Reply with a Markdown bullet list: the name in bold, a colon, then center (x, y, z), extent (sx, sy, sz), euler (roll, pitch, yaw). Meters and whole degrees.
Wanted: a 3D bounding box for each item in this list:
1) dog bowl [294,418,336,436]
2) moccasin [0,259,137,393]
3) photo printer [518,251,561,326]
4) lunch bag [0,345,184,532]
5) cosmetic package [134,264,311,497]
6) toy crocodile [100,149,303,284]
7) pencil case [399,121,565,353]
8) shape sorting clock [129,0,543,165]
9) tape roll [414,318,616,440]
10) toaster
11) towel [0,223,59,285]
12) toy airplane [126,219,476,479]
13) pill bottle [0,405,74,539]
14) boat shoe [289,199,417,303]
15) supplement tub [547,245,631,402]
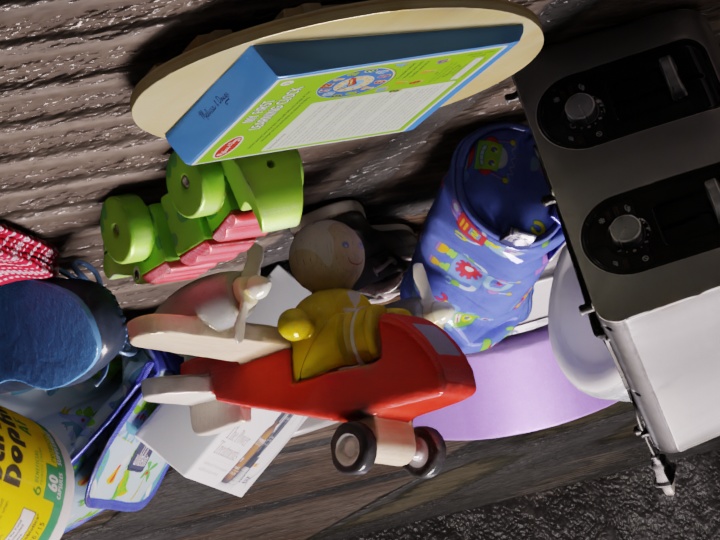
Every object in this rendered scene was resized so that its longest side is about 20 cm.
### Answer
- **dog bowl**: center (-0.070, 0.096, 2.152), extent (0.200, 0.059, 0.200), euler (-16, 170, -3)
- **moccasin**: center (-0.185, 0.030, 1.643), extent (0.068, 0.081, 0.200), euler (-16, -175, -31)
- **photo printer**: center (0.136, -0.013, 1.848), extent (0.200, 0.069, 0.166), euler (-17, 169, -5)
- **lunch bag**: center (-0.205, 0.113, 1.896), extent (0.200, 0.127, 0.170), euler (-30, 169, 6)
- **cosmetic package**: center (-0.071, 0.081, 1.903), extent (0.151, 0.052, 0.200), euler (-52, 168, -1)
- **toy crocodile**: center (-0.085, -0.027, 1.485), extent (0.067, 0.062, 0.200), euler (-8, 168, -34)
- **pencil case**: center (0.080, -0.016, 1.654), extent (0.078, 0.087, 0.200), euler (-59, 176, -24)
- **shape sorting clock**: center (-0.012, -0.096, 1.298), extent (0.200, 0.039, 0.200), euler (-14, 171, -2)
- **tape roll**: center (0.116, 0.054, 1.974), extent (0.200, 0.066, 0.200), euler (-15, -165, 4)
- **toaster**: center (0.171, -0.013, 1.471), extent (0.119, 0.181, 0.200), euler (-20, 146, 6)
- **towel**: center (-0.259, 0.003, 1.494), extent (0.145, 0.022, 0.200), euler (-17, 170, 10)
- **toy airplane**: center (-0.034, 0.039, 1.605), extent (0.199, 0.141, 0.200), euler (8, -179, -2)
- **pill bottle**: center (-0.280, 0.120, 1.709), extent (0.113, 0.113, 0.200), euler (-21, 150, 26)
- **boat shoe**: center (0.000, 0.000, 1.759), extent (0.067, 0.057, 0.200), euler (-20, 169, 11)
- **supplement tub**: center (0.230, 0.029, 1.744), extent (0.200, 0.123, 0.123), euler (7, 158, -32)
